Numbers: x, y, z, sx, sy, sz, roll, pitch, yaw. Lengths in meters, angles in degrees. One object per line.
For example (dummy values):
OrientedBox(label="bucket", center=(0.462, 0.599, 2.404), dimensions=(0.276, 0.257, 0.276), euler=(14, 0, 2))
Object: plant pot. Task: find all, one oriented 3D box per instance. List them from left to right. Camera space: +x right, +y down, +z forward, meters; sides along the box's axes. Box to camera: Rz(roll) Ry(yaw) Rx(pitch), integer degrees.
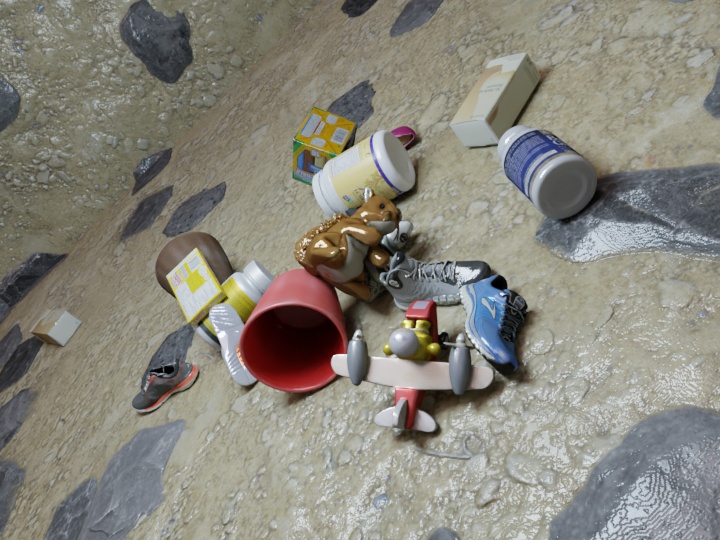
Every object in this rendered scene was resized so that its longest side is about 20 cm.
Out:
OrientedBox(label="plant pot", center=(-0.390, 0.027, 1.704), dimensions=(0.187, 0.187, 0.200), euler=(-47, 45, -4))
OrientedBox(label="plant pot", center=(-0.116, 0.099, 1.290), dimensions=(0.200, 0.200, 0.177), euler=(-33, 23, 18))

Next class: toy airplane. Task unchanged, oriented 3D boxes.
OrientedBox(label="toy airplane", center=(0.073, 0.146, 1.040), dimensions=(0.200, 0.141, 0.199), euler=(-33, 49, -6))

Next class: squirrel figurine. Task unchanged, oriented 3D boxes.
OrientedBox(label="squirrel figurine", center=(-0.022, -0.068, 1.284), dimensions=(0.200, 0.142, 0.187), euler=(12, 62, 47))

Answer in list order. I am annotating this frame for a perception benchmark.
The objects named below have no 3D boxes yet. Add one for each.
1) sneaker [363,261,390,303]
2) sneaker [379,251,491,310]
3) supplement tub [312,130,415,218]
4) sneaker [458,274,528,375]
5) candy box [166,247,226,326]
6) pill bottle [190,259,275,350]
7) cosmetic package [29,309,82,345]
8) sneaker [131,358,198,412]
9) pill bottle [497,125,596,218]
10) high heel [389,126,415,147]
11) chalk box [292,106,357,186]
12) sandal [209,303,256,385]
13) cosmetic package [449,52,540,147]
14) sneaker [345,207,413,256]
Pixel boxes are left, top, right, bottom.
OrientedBox(label="sneaker", center=(0.000, 0.000, 1.372), dimensions=(0.089, 0.077, 0.200), euler=(-49, 28, 8))
OrientedBox(label="sneaker", center=(0.117, 0.005, 1.182), dimensions=(0.200, 0.115, 0.075), euler=(-20, 39, 34))
OrientedBox(label="supplement tub", center=(0.006, -0.208, 1.532), dimensions=(0.200, 0.145, 0.146), euler=(-26, 36, 28))
OrientedBox(label="sneaker", center=(0.209, 0.072, 1.035), dimensions=(0.089, 0.079, 0.200), euler=(-34, 33, 21))
OrientedBox(label="candy box", center=(-0.380, 0.034, 1.565), dimensions=(0.102, 0.026, 0.200), euler=(-45, 42, 3))
OrientedBox(label="pill bottle", center=(-0.283, 0.077, 1.560), dimensions=(0.200, 0.114, 0.114), euler=(-44, 31, 2))
OrientedBox(label="cosmetic package", center=(-1.052, 0.194, 2.347), dimensions=(0.200, 0.071, 0.105), euler=(-4, 49, 47))
OrientedBox(label="sneaker", center=(-0.474, 0.258, 1.596), dimensions=(0.200, 0.082, 0.077), euler=(-33, 33, 18))
OrientedBox(label="pill bottle", center=(0.312, -0.180, 1.180), dimensions=(0.111, 0.111, 0.200), euler=(-38, 32, 10))
OrientedBox(label="high heel", center=(0.042, -0.285, 1.652), dimensions=(0.200, 0.067, 0.096), euler=(-40, 21, 1))
OrientedBox(label="chalk box", center=(-0.094, -0.287, 1.723), dimensions=(0.200, 0.124, 0.125), euler=(104, -170, -58))
OrientedBox(label="sandal", center=(-0.264, 0.162, 1.465), dimensions=(0.079, 0.059, 0.207), euler=(-20, 58, -17))
OrientedBox(label="cosmetic package", center=(0.286, -0.361, 1.446), dimensions=(0.105, 0.071, 0.200), euler=(4, 55, 50))
OrientedBox(label="sneaker", center=(0.044, -0.101, 1.439), dimensions=(0.089, 0.074, 0.200), euler=(-47, 41, -5))
